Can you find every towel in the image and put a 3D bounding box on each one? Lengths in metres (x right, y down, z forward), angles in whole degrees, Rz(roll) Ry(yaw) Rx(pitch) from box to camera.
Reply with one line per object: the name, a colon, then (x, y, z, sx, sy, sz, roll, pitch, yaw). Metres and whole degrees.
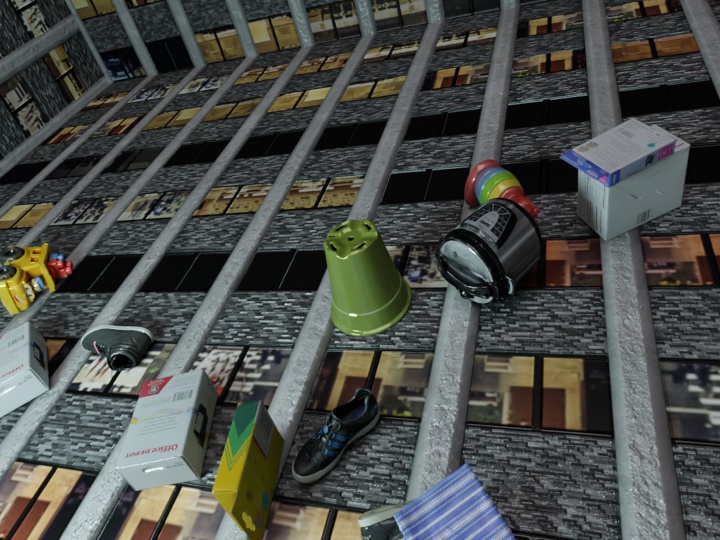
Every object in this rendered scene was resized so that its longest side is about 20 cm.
towel: (0.152, 0.398, 0.797, 0.141, 0.024, 0.203, -28, 61, -12)

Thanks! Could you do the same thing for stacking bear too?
stacking bear: (0.347, -0.171, 1.364, 0.118, 0.116, 0.202, -25, 43, -7)

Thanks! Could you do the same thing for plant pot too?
plant pot: (0.000, 0.000, 1.241, 0.192, 0.194, 0.204, -12, 38, 10)

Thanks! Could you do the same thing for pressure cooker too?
pressure cooker: (0.261, -0.029, 1.180, 0.198, 0.181, 0.175, -37, 3, -21)

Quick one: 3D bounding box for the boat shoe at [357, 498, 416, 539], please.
boat shoe: (0.095, 0.385, 0.871, 0.192, 0.072, 0.070, -15, 74, -5)

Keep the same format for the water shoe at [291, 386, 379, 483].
water shoe: (-0.052, 0.287, 1.019, 0.198, 0.081, 0.071, -39, 42, -22)

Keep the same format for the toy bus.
toy bus: (-0.970, 0.017, 1.703, 0.185, 0.140, 0.202, -9, 39, -14)

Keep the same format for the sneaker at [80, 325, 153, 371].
sneaker: (-0.608, 0.191, 1.373, 0.192, 0.073, 0.101, -4, 36, 12)

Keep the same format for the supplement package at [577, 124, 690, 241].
supplement package: (0.588, -0.191, 1.238, 0.194, 0.159, 0.112, -23, 40, -4)

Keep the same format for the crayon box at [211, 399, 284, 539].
crayon box: (-0.191, 0.347, 0.971, 0.049, 0.130, 0.204, -8, 39, 13)

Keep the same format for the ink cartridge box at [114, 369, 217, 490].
ink cartridge box: (-0.377, 0.313, 1.125, 0.140, 0.085, 0.204, -12, 39, 9)

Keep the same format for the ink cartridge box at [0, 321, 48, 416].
ink cartridge box: (-0.859, 0.245, 1.398, 0.143, 0.085, 0.200, -29, 40, -13)

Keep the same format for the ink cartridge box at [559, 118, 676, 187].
ink cartridge box: (0.522, -0.237, 1.161, 0.194, 0.043, 0.120, -25, 41, -10)
